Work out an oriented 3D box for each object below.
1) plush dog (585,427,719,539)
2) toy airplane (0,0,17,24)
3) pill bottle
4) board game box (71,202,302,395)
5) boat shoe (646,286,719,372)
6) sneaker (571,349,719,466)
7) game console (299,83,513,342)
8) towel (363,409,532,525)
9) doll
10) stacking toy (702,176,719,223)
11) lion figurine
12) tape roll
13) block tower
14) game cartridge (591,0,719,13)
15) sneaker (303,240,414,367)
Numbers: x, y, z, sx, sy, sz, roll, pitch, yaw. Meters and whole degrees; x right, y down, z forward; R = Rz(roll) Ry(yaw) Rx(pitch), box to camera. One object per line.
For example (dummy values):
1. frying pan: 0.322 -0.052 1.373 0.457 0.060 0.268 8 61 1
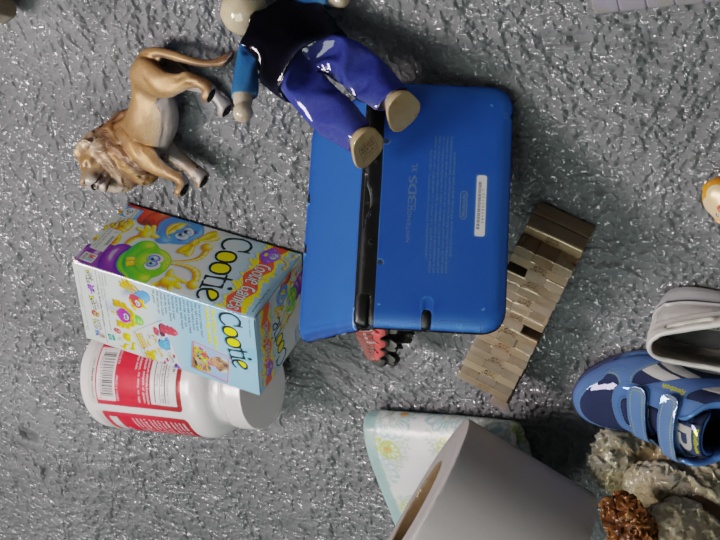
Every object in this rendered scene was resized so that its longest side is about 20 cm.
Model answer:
1. plush dog: 0.293 0.225 1.170 0.200 0.172 0.160 44 135 -9
2. toy airplane: -0.387 -0.262 1.140 0.140 0.200 0.201 -11 123 25
3. pill bottle: -0.184 0.115 1.405 0.199 0.112 0.113 2 128 29
4. board game box: -0.165 0.026 1.323 0.199 0.103 0.105 17 133 18
5. boat shoe: 0.328 0.057 1.081 0.199 0.066 0.072 10 131 24
6. sneaker: 0.270 0.120 1.156 0.199 0.082 0.074 0 121 31
7. game console: 0.035 -0.042 1.111 0.169 0.202 0.118 3 169 3
8. towel: 0.105 0.225 1.378 0.170 0.048 0.201 -1 126 28
9. doll: -0.048 -0.166 1.078 0.200 0.136 0.048 45 179 28
10. stacking toy: 0.342 -0.017 0.999 0.199 0.110 0.117 31 140 20
11. lion figurine: -0.189 -0.143 1.229 0.122 0.072 0.201 34 123 12
12. tape roll: 0.106 0.256 1.229 0.139 0.203 0.203 31 136 2
13. block tower: 0.141 0.035 1.184 0.058 0.054 0.201 26 135 10
14. game cartridge: 0.198 -0.273 0.900 0.129 0.038 0.201 -2 125 28
15. sneaker: 0.000 0.000 1.226 0.097 0.071 0.202 10 129 23
